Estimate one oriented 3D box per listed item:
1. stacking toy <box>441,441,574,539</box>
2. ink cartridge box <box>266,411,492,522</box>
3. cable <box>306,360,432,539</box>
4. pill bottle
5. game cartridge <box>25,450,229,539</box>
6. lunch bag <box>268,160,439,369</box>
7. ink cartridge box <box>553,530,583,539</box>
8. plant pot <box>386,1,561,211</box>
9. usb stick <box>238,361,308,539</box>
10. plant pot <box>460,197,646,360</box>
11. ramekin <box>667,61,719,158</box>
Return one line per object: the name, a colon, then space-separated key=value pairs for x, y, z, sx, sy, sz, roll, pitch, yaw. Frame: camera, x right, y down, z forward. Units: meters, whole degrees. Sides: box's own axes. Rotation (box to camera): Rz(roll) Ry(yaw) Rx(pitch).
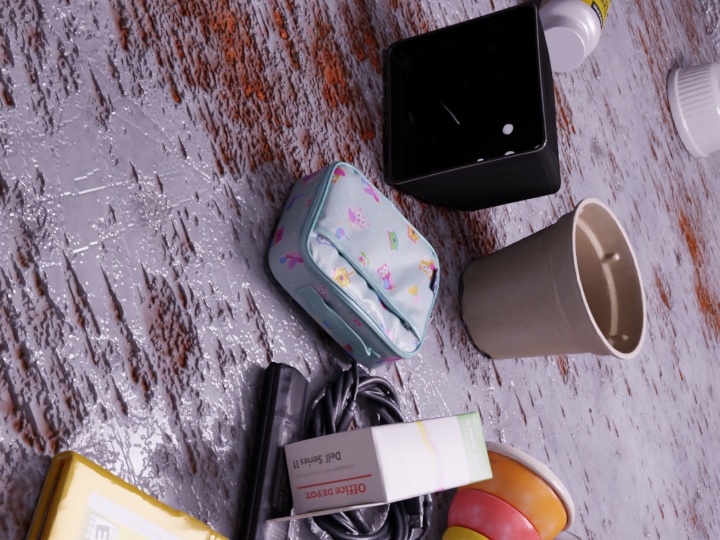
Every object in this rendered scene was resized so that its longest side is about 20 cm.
stacking toy: x=0.132 y=0.303 z=1.178 sx=0.200 sy=0.145 sz=0.147 roll=-50 pitch=118 yaw=-29
ink cartridge box: x=0.014 y=0.177 z=0.973 sx=0.199 sy=0.116 sz=0.068 roll=1 pitch=75 yaw=-49
cable: x=0.001 y=0.192 z=1.083 sx=0.162 sy=0.050 sz=0.203 roll=2 pitch=73 yaw=-47
pill bottle: x=0.344 y=-0.411 z=1.753 sx=0.112 sy=0.110 sz=0.201 roll=53 pitch=40 yaw=-26
game cartridge: x=-0.176 y=0.259 z=0.813 sx=0.200 sy=0.032 sz=0.178 roll=40 pitch=47 yaw=-38
lunch bag: x=0.000 y=0.000 z=1.117 sx=0.200 sy=0.077 sz=0.161 roll=44 pitch=41 yaw=-27
ink cartridge box: x=0.269 y=0.378 z=1.240 sx=0.057 sy=0.198 sz=0.164 roll=-34 pitch=104 yaw=-52
plant pot: x=0.158 y=-0.181 z=1.341 sx=0.177 sy=0.197 sz=0.203 roll=37 pitch=47 yaw=-56
usb stick: x=-0.079 y=0.181 z=0.981 sx=0.055 sy=0.032 sz=0.202 roll=43 pitch=44 yaw=-46
plant pot: x=0.235 y=0.029 z=1.352 sx=0.200 sy=0.182 sz=0.203 roll=26 pitch=57 yaw=-47
ramekin: x=0.748 y=-0.351 z=2.302 sx=0.199 sy=0.104 sz=0.203 roll=27 pitch=55 yaw=-47
